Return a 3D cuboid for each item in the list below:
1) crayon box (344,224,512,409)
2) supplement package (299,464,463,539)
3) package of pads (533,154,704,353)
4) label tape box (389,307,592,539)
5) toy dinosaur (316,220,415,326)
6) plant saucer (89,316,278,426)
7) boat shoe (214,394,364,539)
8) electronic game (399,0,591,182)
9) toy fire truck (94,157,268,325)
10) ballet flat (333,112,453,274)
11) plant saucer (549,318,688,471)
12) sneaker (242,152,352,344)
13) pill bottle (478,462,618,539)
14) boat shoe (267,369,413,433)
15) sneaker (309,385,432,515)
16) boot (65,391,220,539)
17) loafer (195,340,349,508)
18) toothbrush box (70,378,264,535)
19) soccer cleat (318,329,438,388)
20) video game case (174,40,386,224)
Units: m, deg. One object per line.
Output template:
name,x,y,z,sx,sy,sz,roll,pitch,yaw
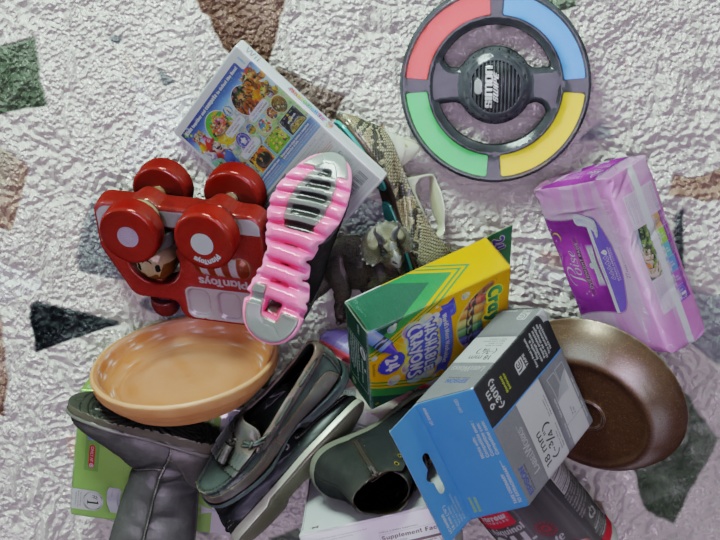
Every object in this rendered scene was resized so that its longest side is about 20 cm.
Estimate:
crayon box,0.083,0.048,1.389,0.198,0.052,0.127,-25,142,-18
supplement package,0.027,0.271,1.440,0.154,0.200,0.112,-13,103,5
package of pads,0.265,-0.012,1.398,0.075,0.120,0.202,-30,103,-33
label tape box,0.134,0.153,1.334,0.063,0.200,0.145,-3,121,46
toy dinosaur,0.000,0.000,1.431,0.199,0.077,0.104,-8,104,49
plant saucer,-0.181,0.106,1.415,0.197,0.201,0.038,-6,114,5
boat shoe,-0.080,0.195,1.428,0.066,0.074,0.200,43,97,21
electronic game,0.139,-0.191,1.402,0.197,0.042,0.203,1,104,3
toy fire truck,-0.180,-0.017,1.430,0.197,0.113,0.170,5,123,14
ballet flat,0.042,-0.089,1.428,0.075,0.068,0.202,-30,107,-12
plant saucer,0.243,0.142,1.426,0.198,0.037,0.202,19,134,21
sneaker,-0.057,-0.023,1.382,0.078,0.095,0.202,23,94,15
pill bottle,0.179,0.245,1.463,0.110,0.111,0.201,-37,105,11
boat shoe,-0.008,0.165,1.486,0.197,0.072,0.069,9,125,-9
sneaker,0.056,0.188,1.377,0.198,0.106,0.076,-27,112,-19
boot,-0.246,0.243,1.436,0.180,0.073,0.202,20,110,0
loafer,-0.100,0.151,1.385,0.200,0.072,0.063,-45,134,-9
toothbrush box,-0.209,0.199,1.495,0.197,0.086,0.148,7,104,2
soccer cleat,0.054,0.091,1.472,0.198,0.067,0.077,19,83,0
video game case,-0.085,-0.123,1.407,0.200,0.018,0.143,42,131,-4
